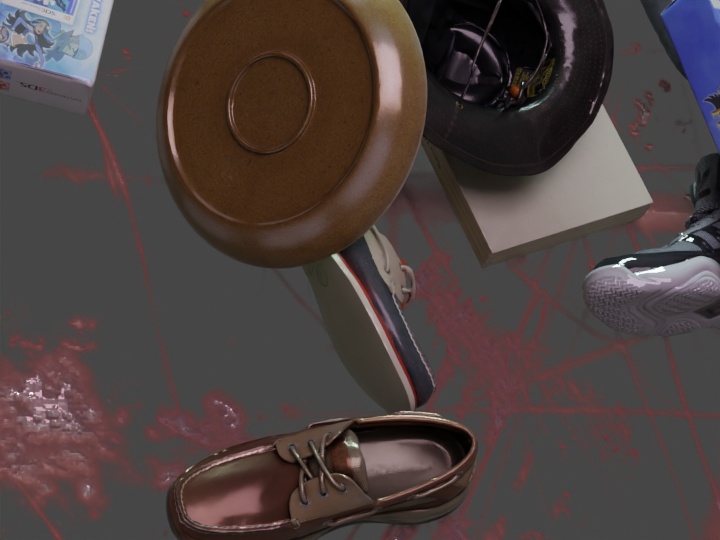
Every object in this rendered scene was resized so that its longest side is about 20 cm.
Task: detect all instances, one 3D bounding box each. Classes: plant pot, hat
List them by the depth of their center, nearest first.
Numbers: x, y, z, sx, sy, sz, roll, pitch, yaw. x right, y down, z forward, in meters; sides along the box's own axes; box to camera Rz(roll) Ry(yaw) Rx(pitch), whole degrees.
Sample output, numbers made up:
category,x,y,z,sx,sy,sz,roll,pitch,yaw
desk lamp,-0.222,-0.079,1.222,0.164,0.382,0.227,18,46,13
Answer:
category,x,y,z,sx,sy,sz,roll,pitch,yaw
plant pot,-0.052,-0.103,1.324,0.027,0.199,0.201,13,49,-60
hat,0.067,-0.154,1.399,0.199,0.081,0.203,4,82,-30

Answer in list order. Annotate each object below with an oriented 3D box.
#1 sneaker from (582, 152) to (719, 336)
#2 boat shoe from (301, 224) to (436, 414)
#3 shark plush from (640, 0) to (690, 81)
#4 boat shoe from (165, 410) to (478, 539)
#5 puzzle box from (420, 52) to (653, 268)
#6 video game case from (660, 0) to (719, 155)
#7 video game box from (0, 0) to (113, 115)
category,x,y,z,sx,sy,sz,roll,pitch,yaw
sneaker,0.227,-0.022,1.420,0.198,0.076,0.115,-3,63,-24
boat shoe,0.000,0.000,1.344,0.062,0.071,0.201,-19,66,-27
shark plush,0.199,-0.230,1.524,0.083,0.091,0.200,-44,86,1
boat shoe,-0.020,0.120,1.271,0.198,0.072,0.076,-11,67,-21
puzzle box,0.101,-0.109,1.452,0.132,0.025,0.201,-16,69,-23
video game case,0.308,-0.090,1.436,0.180,0.045,0.201,12,48,-39
video game box,-0.246,-0.215,1.393,0.180,0.047,0.202,13,60,-6
